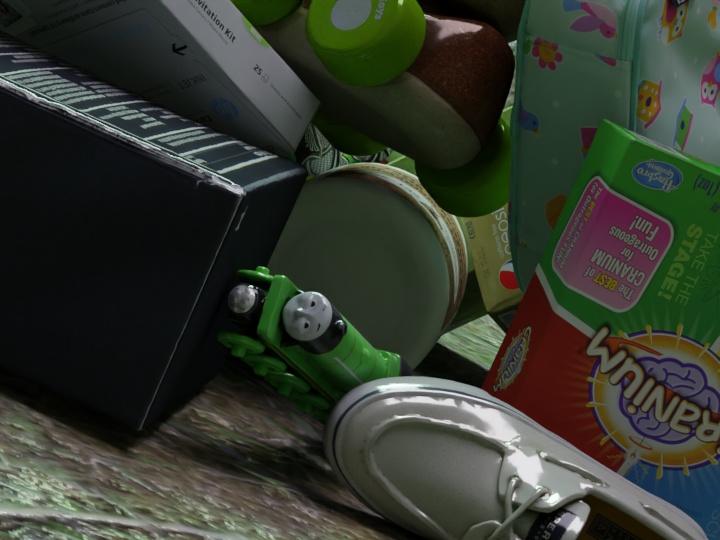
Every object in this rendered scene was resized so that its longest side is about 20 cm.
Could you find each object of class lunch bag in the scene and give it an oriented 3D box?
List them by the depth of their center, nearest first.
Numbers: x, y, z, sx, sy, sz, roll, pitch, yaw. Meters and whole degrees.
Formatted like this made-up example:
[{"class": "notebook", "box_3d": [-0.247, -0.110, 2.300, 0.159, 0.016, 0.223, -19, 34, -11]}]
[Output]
[{"class": "lunch bag", "box_3d": [0.144, -0.088, 1.466, 0.077, 0.201, 0.160, 17, 30, 29]}]

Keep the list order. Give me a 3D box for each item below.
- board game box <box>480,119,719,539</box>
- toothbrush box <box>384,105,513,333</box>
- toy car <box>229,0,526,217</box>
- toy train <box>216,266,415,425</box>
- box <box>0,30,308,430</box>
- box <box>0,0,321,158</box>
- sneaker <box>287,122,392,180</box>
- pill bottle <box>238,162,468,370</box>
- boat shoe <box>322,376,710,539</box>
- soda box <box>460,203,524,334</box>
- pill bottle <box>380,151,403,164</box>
[{"class": "board game box", "box_3d": [0.145, 0.048, 1.393, 0.153, 0.201, 0.040, 20, 10, -21]}, {"class": "toothbrush box", "box_3d": [0.088, -0.036, 1.744, 0.146, 0.199, 0.086, 9, 58, -67]}, {"class": "toy car", "box_3d": [0.045, -0.160, 1.470, 0.158, 0.200, 0.164, 31, -10, 36]}, {"class": "toy train", "box_3d": [-0.009, 0.046, 1.340, 0.056, 0.042, 0.200, 12, -14, 22]}, {"class": "box", "box_3d": [-0.147, -0.029, 1.325, 0.198, 0.124, 0.200, 24, 7, 5]}, {"class": "box", "box_3d": [-0.138, -0.121, 1.424, 0.156, 0.041, 0.200, -14, -53, 45]}, {"class": "sneaker", "box_3d": [-0.022, -0.091, 1.657, 0.078, 0.085, 0.200, 66, 11, 2]}, {"class": "pill bottle", "box_3d": [0.000, 0.000, 1.580, 0.114, 0.115, 0.200, 24, 8, 4]}, {"class": "boat shoe", "box_3d": [0.077, 0.109, 1.297, 0.200, 0.071, 0.070, 28, 5, -14]}, {"class": "soda box", "box_3d": [0.127, 0.025, 1.669, 0.200, 0.064, 0.068, 46, 25, -56]}, {"class": "pill bottle", "box_3d": [-0.028, -0.092, 1.846, 0.200, 0.113, 0.112, -17, -22, 39]}]
